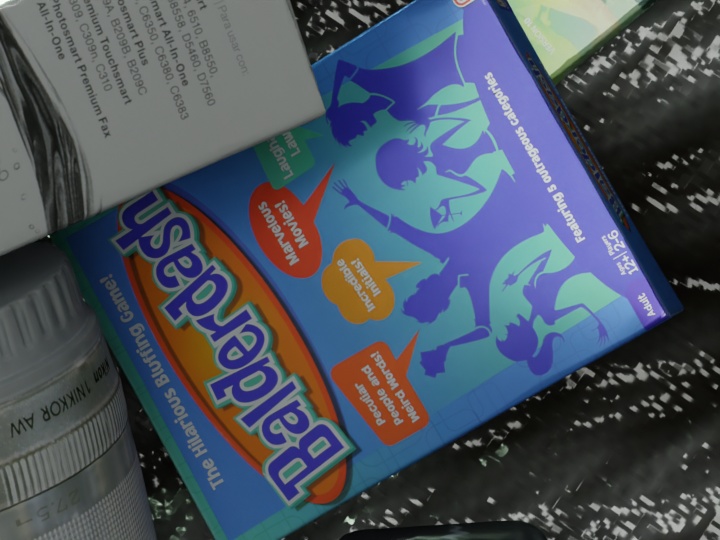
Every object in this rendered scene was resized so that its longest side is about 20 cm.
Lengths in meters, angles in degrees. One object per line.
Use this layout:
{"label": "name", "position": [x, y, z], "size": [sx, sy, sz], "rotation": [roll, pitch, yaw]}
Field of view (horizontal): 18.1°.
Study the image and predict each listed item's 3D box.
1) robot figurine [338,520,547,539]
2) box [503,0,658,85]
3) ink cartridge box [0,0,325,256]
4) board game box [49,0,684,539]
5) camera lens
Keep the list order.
{"label": "robot figurine", "position": [0.038, 0.165, 0.839], "size": [0.199, 0.125, 0.151], "rotation": [-1, 88, 5]}
{"label": "box", "position": [0.103, -0.187, 0.891], "size": [0.200, 0.036, 0.144], "rotation": [-40, 84, 5]}
{"label": "ink cartridge box", "position": [-0.129, -0.060, 0.803], "size": [0.199, 0.146, 0.085], "rotation": [-23, 105, -12]}
{"label": "board game box", "position": [0.000, 0.000, 0.874], "size": [0.200, 0.045, 0.152], "rotation": [-32, 85, 15]}
{"label": "camera lens", "position": [-0.154, 0.105, 0.825], "size": [0.159, 0.160, 0.201], "rotation": [-10, 105, 5]}
